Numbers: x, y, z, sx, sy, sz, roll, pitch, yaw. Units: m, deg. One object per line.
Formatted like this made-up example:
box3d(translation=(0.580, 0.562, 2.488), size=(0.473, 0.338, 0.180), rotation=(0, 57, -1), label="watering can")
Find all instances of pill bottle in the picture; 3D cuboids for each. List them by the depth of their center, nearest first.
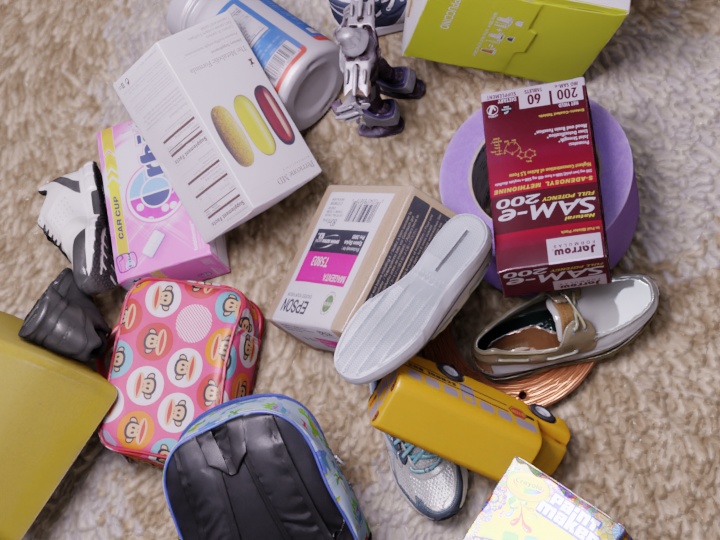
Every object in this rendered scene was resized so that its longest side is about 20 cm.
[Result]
box3d(translation=(-0.121, -0.252, 1.764), size=(0.199, 0.112, 0.113), rotation=(37, 86, 25), label="pill bottle")

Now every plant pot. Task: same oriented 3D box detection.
box3d(translation=(-0.415, 0.138, 1.658), size=(0.199, 0.176, 0.201), rotation=(28, 82, 48), label="plant pot")

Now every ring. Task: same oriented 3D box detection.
box3d(translation=(0.158, 0.051, 1.624), size=(0.198, 0.019, 0.203), rotation=(-6, 70, 16), label="ring")

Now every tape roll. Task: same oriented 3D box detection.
box3d(translation=(0.184, -0.080, 1.608), size=(0.197, 0.085, 0.202), rotation=(-6, 63, 11), label="tape roll")

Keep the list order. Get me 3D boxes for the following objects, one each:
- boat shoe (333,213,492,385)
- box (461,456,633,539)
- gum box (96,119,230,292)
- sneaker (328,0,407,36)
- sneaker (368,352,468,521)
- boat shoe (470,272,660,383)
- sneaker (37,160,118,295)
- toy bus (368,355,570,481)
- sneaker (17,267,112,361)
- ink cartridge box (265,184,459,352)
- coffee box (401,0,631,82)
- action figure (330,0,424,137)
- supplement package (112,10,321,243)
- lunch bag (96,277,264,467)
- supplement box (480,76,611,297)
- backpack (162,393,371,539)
box3d(translation=(0.060, 0.039, 1.483), size=(0.200, 0.067, 0.073), rotation=(-45, 57, -6), label="boat shoe")
box3d(translation=(0.159, 0.302, 1.441), size=(0.121, 0.200, 0.194), rotation=(31, 83, 25), label="box")
box3d(translation=(-0.224, -0.083, 1.764), size=(0.112, 0.066, 0.202), rotation=(-16, 68, 11), label="gum box")
box3d(translation=(0.055, -0.318, 1.730), size=(0.198, 0.109, 0.071), rotation=(-15, 69, 13), label="sneaker")
box3d(translation=(0.045, 0.158, 1.587), size=(0.077, 0.086, 0.202), rotation=(-26, 66, 9), label="sneaker")
box3d(translation=(0.205, 0.055, 1.560), size=(0.198, 0.068, 0.075), rotation=(-26, 67, 7), label="boat shoe")
box3d(translation=(-0.317, -0.038, 1.752), size=(0.079, 0.074, 0.201), rotation=(-18, 40, 1), label="sneaker")
box3d(translation=(0.108, 0.149, 1.518), size=(0.198, 0.078, 0.066), rotation=(25, 110, -14), label="toy bus")
box3d(translation=(-0.313, 0.058, 1.699), size=(0.090, 0.200, 0.076), rotation=(34, 99, -9), label="sneaker")
box3d(translation=(0.000, 0.000, 1.602), size=(0.199, 0.075, 0.166), rotation=(5, 66, 63), label="ink cartridge box")
box3d(translation=(0.163, -0.329, 1.616), size=(0.197, 0.200, 0.200), rotation=(10, 73, -6), label="coffee box")
box3d(translation=(0.006, -0.209, 1.659), size=(0.069, 0.200, 0.132), rotation=(9, 74, 21), label="action figure")
box3d(translation=(-0.153, -0.153, 1.682), size=(0.109, 0.113, 0.201), rotation=(-30, 92, 50), label="supplement package")
box3d(translation=(-0.205, 0.110, 1.687), size=(0.174, 0.082, 0.203), rotation=(7, 75, 20), label="lunch bag")
box3d(translation=(0.180, -0.082, 1.528), size=(0.107, 0.061, 0.202), rotation=(-9, 63, 10), label="supplement box")
box3d(translation=(-0.098, 0.226, 1.555), size=(0.181, 0.147, 0.202), rotation=(-22, 99, 9), label="backpack")
